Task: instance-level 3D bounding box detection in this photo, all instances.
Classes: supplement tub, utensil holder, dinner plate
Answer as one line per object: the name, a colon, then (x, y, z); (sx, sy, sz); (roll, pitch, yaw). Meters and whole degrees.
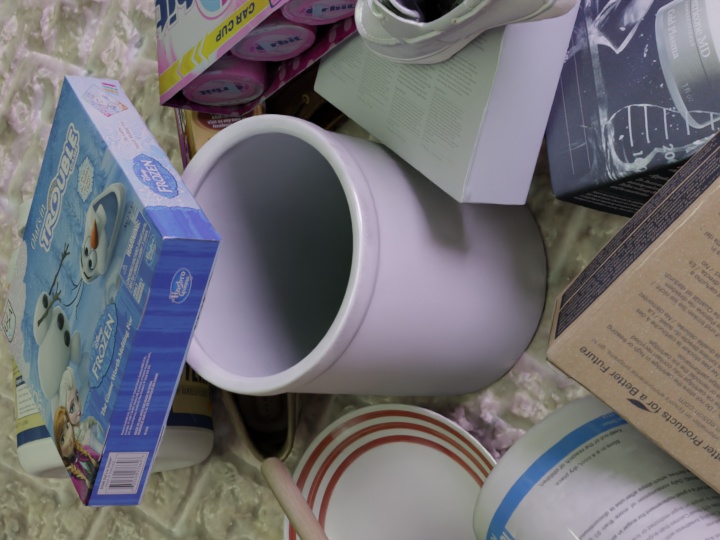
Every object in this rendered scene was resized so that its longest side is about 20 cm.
supplement tub: (-0.186, 0.047, 1.374); (0.144, 0.144, 0.200); (-14, 76, 38)
utensil holder: (0.000, 0.000, 1.185); (0.170, 0.200, 0.170); (-7, 80, 40)
dinner plate: (0.033, 0.186, 1.234); (0.200, 0.024, 0.200); (4, 98, 34)
supplement tub: (0.170, 0.179, 1.065); (0.200, 0.132, 0.132); (49, 115, 34)

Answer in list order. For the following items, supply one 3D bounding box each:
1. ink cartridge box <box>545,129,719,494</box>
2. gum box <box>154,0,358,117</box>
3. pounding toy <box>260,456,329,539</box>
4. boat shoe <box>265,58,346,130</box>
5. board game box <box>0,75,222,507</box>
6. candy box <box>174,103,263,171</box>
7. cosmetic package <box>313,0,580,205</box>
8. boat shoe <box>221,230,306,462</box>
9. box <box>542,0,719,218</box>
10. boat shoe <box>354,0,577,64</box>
ink cartridge box: (0.226, 0.037, 0.999); (0.200, 0.075, 0.165); (38, 117, -11)
gum box: (-0.061, -0.190, 1.201); (0.200, 0.066, 0.114); (-29, 61, 54)
pounding toy: (-0.008, 0.223, 1.101); (0.184, 0.200, 0.142); (-7, 120, 38)
boat shoe: (0.008, -0.143, 1.285); (0.200, 0.072, 0.068); (-26, 74, 42)
board game box: (-0.165, 0.011, 1.184); (0.199, 0.043, 0.200); (54, 132, 48)
candy box: (-0.102, -0.111, 1.342); (0.117, 0.056, 0.200); (115, 145, -72)
cosmetic package: (0.050, -0.146, 1.129); (0.200, 0.052, 0.151); (43, 127, 52)
boat shoe: (-0.075, 0.041, 1.269); (0.072, 0.065, 0.200); (-8, 120, 3)
box: (0.210, -0.151, 1.078); (0.196, 0.124, 0.200); (-16, 75, 36)
boat shoe: (0.042, -0.154, 1.027); (0.200, 0.068, 0.072); (7, 95, 59)
